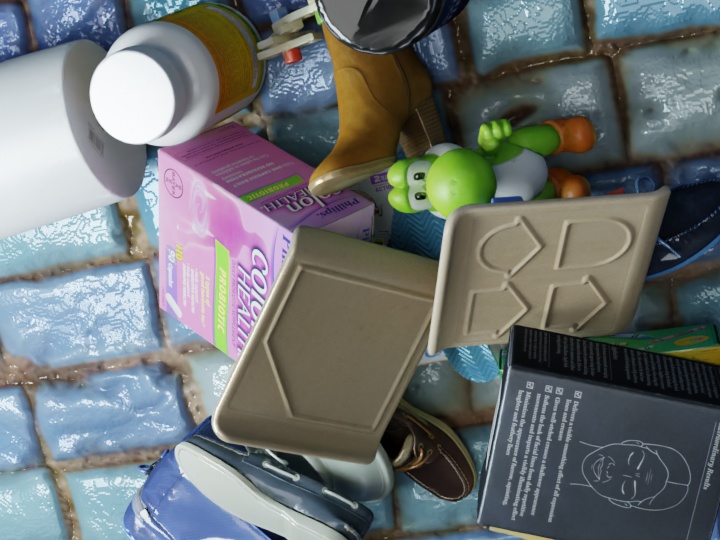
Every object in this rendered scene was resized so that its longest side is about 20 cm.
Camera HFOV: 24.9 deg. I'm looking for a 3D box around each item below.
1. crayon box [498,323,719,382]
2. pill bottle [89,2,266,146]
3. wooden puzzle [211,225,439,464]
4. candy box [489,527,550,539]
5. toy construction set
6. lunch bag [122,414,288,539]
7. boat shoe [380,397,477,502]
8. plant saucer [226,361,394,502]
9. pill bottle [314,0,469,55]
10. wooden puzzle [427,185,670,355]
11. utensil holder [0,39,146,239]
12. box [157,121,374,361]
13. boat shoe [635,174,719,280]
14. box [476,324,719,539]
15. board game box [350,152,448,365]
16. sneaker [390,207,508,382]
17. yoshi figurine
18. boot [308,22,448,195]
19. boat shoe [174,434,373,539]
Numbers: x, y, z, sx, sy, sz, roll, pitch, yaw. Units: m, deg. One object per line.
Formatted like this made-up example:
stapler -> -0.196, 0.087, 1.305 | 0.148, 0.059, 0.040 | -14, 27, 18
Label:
crayon box -> 0.230, 0.123, 1.470 | 0.198, 0.058, 0.120 | -7, 107, 9
pill bottle -> -0.168, -0.177, 1.489 | 0.110, 0.200, 0.112 | 5, 108, 16
wooden puzzle -> -0.024, 0.067, 1.438 | 0.037, 0.184, 0.201 | 39, 110, 50
candy box -> 0.199, 0.165, 1.556 | 0.116, 0.056, 0.202 | 14, 109, 11
toy construction set -> -0.074, -0.288, 1.483 | 0.130, 0.092, 0.202 | -17, 106, 7
lunch bag -> -0.143, 0.254, 1.649 | 0.200, 0.136, 0.133 | 40, 113, 6
boat shoe -> 0.036, 0.167, 1.579 | 0.072, 0.072, 0.200 | -30, 114, 27
plant saucer -> -0.061, 0.170, 1.584 | 0.199, 0.050, 0.201 | 29, 151, 18
pill bottle -> 0.039, -0.256, 1.398 | 0.111, 0.200, 0.113 | 5, 109, 16
wooden puzzle -> 0.156, -0.007, 1.404 | 0.198, 0.047, 0.186 | -8, 142, -10
utensil holder -> -0.330, -0.122, 1.579 | 0.198, 0.170, 0.171 | -15, 101, 18
box -> -0.092, -0.012, 1.510 | 0.199, 0.096, 0.177 | 31, 131, 35
boat shoe -> 0.242, -0.030, 1.460 | 0.199, 0.085, 0.069 | -30, 126, 21
box -> 0.210, 0.149, 1.393 | 0.198, 0.107, 0.150 | 12, 109, 4
board game box -> 0.000, 0.000, 1.577 | 0.152, 0.040, 0.202 | -11, 103, 20
sneaker -> 0.093, 0.000, 1.517 | 0.076, 0.081, 0.201 | -6, 114, 42
yoshi figurine -> 0.122, -0.079, 1.423 | 0.113, 0.198, 0.112 | 66, 148, 21
boot -> -0.006, -0.154, 1.444 | 0.070, 0.201, 0.145 | -24, 91, 39
boat shoe -> -0.082, 0.204, 1.537 | 0.199, 0.062, 0.075 | 25, 146, 18
